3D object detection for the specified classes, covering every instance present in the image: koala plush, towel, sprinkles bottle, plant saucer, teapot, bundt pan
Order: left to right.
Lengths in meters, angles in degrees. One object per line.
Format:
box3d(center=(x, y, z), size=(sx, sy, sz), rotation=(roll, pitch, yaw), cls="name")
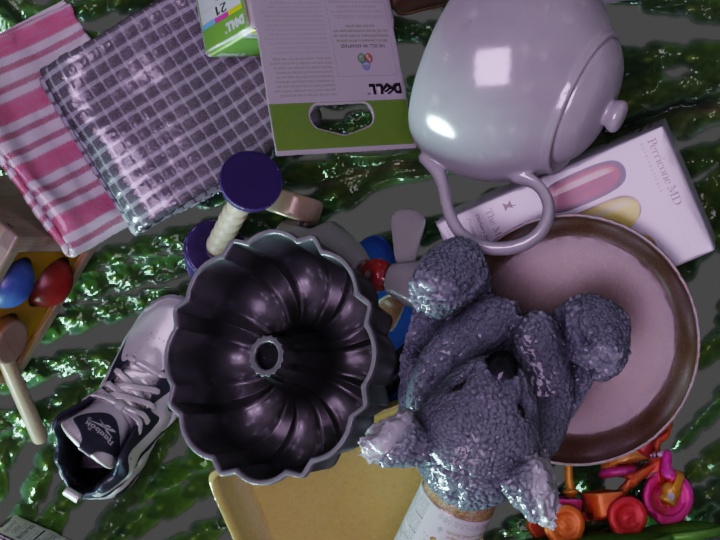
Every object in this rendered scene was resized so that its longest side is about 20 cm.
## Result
box3d(center=(-0.249, -0.122, 1.673), size=(0.200, 0.146, 0.030), rotation=(55, 139, 0), cls="towel")
box3d(center=(-0.146, -0.147, 1.644), size=(0.200, 0.086, 0.166), rotation=(-33, 91, -11), cls="towel")
box3d(center=(-0.055, 0.072, 1.563), size=(0.201, 0.076, 0.203), rotation=(-6, 79, 30), cls="bundt pan")
box3d(center=(-0.010, 0.201, 1.672), size=(0.199, 0.049, 0.201), rotation=(-19, 123, 0), cls="plant saucer")
box3d(center=(0.061, 0.227, 1.635), size=(0.068, 0.068, 0.201), rotation=(26, 114, 6), cls="sprinkles bottle")
box3d(center=(0.091, 0.110, 1.450), size=(0.177, 0.200, 0.184), rotation=(21, 116, 0), cls="koala plush")
box3d(center=(0.137, -0.142, 1.524), size=(0.146, 0.197, 0.201), rotation=(28, 131, 17), cls="teapot")
box3d(center=(0.170, 0.053, 1.557), size=(0.199, 0.032, 0.201), rotation=(2, 99, 13), cls="plant saucer")

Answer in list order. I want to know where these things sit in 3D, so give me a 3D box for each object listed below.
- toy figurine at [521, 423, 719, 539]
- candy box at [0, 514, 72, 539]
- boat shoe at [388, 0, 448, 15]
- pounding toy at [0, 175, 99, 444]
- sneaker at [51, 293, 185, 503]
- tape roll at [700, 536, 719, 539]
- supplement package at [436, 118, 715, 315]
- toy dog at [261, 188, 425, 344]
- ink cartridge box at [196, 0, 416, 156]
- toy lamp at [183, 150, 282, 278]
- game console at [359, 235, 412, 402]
box3d(center=(0.201, 0.139, 1.641), size=(0.199, 0.150, 0.185), rotation=(-5, 87, -11), cls="toy figurine")
box3d(center=(-0.257, 0.325, 1.772), size=(0.199, 0.061, 0.137), rotation=(22, 102, 7), cls="candy box")
box3d(center=(0.114, -0.250, 1.613), size=(0.199, 0.072, 0.068), rotation=(-20, 73, 10), cls="boat shoe")
box3d(center=(-0.320, 0.038, 1.697), size=(0.142, 0.184, 0.201), rotation=(35, 101, 15), cls="pounding toy")
box3d(center=(-0.205, 0.118, 1.699), size=(0.079, 0.130, 0.200), rotation=(35, 102, 3), cls="sneaker")
box3d(center=(0.310, 0.300, 1.593), size=(0.202, 0.203, 0.140), rotation=(-6, 96, 11), cls="tape roll")
box3d(center=(0.180, -0.035, 1.618), size=(0.199, 0.110, 0.114), rotation=(-24, 93, 12), cls="supplement package")
box3d(center=(0.000, 0.000, 1.641), size=(0.200, 0.096, 0.132), rotation=(40, 107, 26), cls="toy dog")
box3d(center=(-0.048, -0.185, 1.595), size=(0.076, 0.147, 0.201), rotation=(-18, 80, 52), cls="ink cartridge box")
box3d(center=(-0.112, -0.036, 1.636), size=(0.058, 0.200, 0.059), rotation=(5, 69, -12), cls="toy lamp")
box3d(center=(0.007, 0.104, 1.716), size=(0.200, 0.118, 0.171), rotation=(-41, 120, 14), cls="game console")
